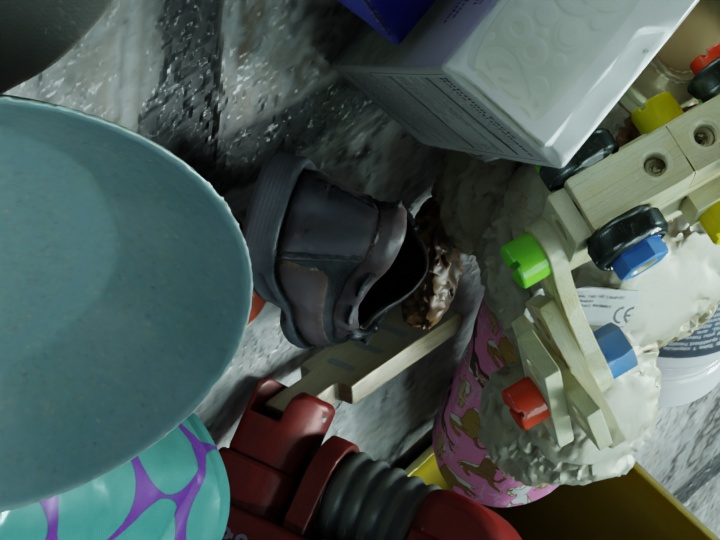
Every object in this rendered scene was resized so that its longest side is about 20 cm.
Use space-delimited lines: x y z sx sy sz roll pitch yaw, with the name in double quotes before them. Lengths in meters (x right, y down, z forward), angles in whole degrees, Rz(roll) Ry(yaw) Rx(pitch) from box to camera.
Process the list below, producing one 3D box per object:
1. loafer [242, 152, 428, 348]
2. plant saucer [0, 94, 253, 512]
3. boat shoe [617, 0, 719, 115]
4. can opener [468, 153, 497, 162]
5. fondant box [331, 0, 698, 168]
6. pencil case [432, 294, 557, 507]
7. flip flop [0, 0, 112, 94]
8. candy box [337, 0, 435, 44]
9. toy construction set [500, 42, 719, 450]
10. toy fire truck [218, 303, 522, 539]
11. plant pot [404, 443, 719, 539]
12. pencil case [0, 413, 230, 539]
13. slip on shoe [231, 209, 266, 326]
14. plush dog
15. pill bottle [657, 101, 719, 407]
"loafer" 0.000 0.000 0.887 0.200 0.063 0.072 41 63 -77
"plant saucer" -0.134 0.007 0.641 0.201 0.039 0.201 -11 141 -9
"boat shoe" 0.163 -0.136 0.878 0.063 0.073 0.200 -20 -157 53
"can opener" 0.092 -0.136 0.920 0.200 0.067 0.053 -58 -160 -11
"fondant box" 0.072 -0.114 0.790 0.144 0.058 0.200 -51 -167 -3
"pencil case" 0.091 0.051 1.093 0.200 0.083 0.087 103 0 -62
"flip flop" -0.134 -0.071 0.626 0.081 0.058 0.200 18 128 -30
"candy box" 0.028 -0.199 0.705 0.200 0.077 0.169 -51 156 -4
"toy construction set" 0.121 -0.024 0.797 0.200 0.092 0.131 -44 169 -9
"toy fire truck" 0.010 0.107 0.987 0.200 0.176 0.129 -67 162 -5
"plant pot" 0.087 0.215 1.232 0.200 0.200 0.176 -40 164 -23
"pencil case" -0.129 0.090 0.812 0.200 0.085 0.092 15 102 -63
"slip on shoe" -0.082 0.001 0.803 0.074 0.061 0.200 -55 156 2
"plush dog" 0.099 -0.026 0.953 0.200 0.172 0.161 -35 127 -10
"pill bottle" 0.166 -0.018 1.124 0.120 0.120 0.200 -38 152 -27
